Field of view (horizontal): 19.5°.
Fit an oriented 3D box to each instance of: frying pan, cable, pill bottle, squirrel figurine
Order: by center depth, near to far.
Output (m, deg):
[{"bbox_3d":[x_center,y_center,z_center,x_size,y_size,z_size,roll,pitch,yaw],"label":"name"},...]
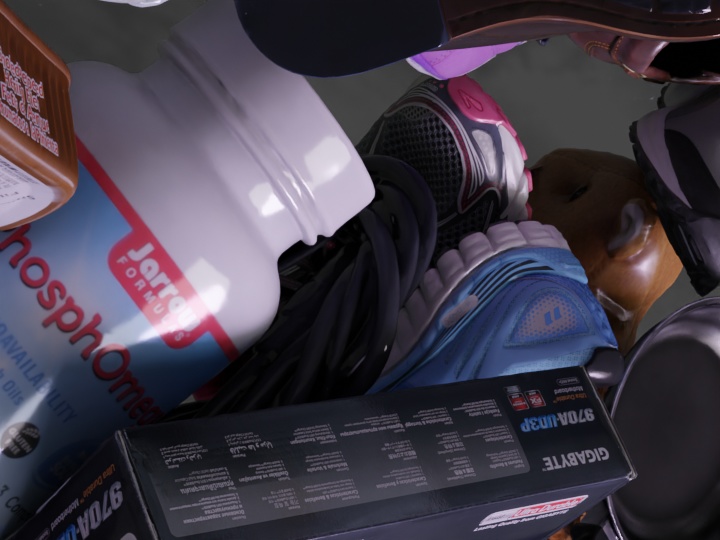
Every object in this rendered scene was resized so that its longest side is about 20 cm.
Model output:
[{"bbox_3d":[-0.097,0.006,0.657,0.200,0.109,0.109,-39,160,-5],"label":"pill bottle"},{"bbox_3d":[-0.059,0.032,0.741,0.200,0.163,0.051,-37,118,-6],"label":"cable"},{"bbox_3d":[0.117,0.099,0.837,0.115,0.031,0.191,38,75,-36],"label":"frying pan"},{"bbox_3d":[0.097,0.048,0.965,0.187,0.200,0.141,-47,152,11],"label":"squirrel figurine"}]

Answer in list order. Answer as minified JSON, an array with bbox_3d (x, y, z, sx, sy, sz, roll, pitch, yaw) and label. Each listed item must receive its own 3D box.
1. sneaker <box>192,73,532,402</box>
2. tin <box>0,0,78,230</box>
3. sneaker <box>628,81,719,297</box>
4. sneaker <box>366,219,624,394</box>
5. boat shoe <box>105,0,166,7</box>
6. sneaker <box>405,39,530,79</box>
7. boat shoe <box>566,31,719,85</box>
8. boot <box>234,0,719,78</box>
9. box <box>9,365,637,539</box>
[{"bbox_3d":[0.000,0.000,0.861,0.075,0.081,0.200,-15,149,-45],"label":"sneaker"},{"bbox_3d":[-0.135,-0.036,0.513,0.111,0.042,0.200,-6,172,5],"label":"tin"},{"bbox_3d":[0.170,-0.053,0.923,0.079,0.074,0.200,-19,-164,23],"label":"sneaker"},{"bbox_3d":[0.025,0.077,0.818,0.078,0.090,0.200,9,126,-52],"label":"sneaker"},{"bbox_3d":[-0.074,-0.097,0.536,0.200,0.072,0.070,-11,146,-52],"label":"boat shoe"},{"bbox_3d":[0.046,-0.125,0.698,0.114,0.073,0.201,-31,158,-11],"label":"sneaker"},{"bbox_3d":[0.143,-0.108,0.904,0.070,0.070,0.200,-54,158,24],"label":"boat shoe"},{"bbox_3d":[0.063,-0.104,0.633,0.199,0.075,0.097,-7,-170,2],"label":"boot"},{"bbox_3d":[-0.030,0.096,0.694,0.199,0.046,0.159,-5,152,-42],"label":"box"}]
